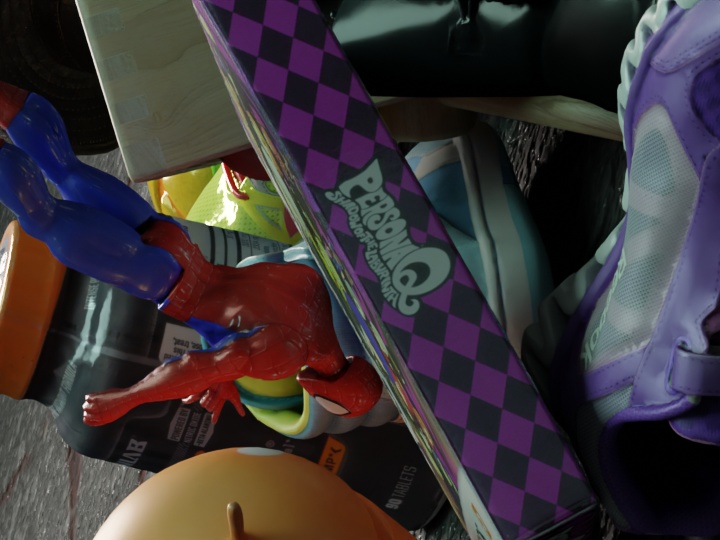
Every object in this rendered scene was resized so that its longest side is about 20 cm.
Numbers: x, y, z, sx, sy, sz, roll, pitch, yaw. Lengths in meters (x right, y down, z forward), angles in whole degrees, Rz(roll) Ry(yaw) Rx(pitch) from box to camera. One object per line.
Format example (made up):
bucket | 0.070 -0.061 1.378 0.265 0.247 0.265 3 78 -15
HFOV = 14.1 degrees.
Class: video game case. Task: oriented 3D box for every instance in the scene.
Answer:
video game case | 0.013 0.008 0.921 0.200 0.036 0.181 61 177 12

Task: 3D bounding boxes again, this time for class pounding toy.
pounding toy | 0.010 -0.092 1.101 0.184 0.200 0.142 -29 -77 -81

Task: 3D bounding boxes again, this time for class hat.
hat | -0.083 -0.140 1.256 0.200 0.081 0.201 -27 -56 -49

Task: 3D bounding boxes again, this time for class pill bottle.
pill bottle | -0.057 0.036 1.200 0.106 0.200 0.106 -166 90 -78

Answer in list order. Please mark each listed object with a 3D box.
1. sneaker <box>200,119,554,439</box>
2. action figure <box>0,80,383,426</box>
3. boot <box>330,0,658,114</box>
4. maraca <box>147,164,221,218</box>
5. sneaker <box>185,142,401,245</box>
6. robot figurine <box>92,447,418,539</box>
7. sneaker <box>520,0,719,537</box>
sneaker | 0.000 0.000 1.121 0.200 0.130 0.080 -109 11 -69
action figure | -0.089 0.009 1.010 0.099 0.200 0.065 -54 10 34
boot | 0.068 -0.146 0.944 0.168 0.076 0.201 14 96 39
maraca | -0.060 -0.054 1.506 0.200 0.107 0.137 -76 -23 -78
sneaker | -0.031 -0.073 1.324 0.200 0.090 0.078 -48 40 25
robot figurine | -0.016 0.131 0.947 0.144 0.200 0.117 29 80 47
sneaker | 0.105 0.001 0.819 0.089 0.080 0.200 -97 18 -46
